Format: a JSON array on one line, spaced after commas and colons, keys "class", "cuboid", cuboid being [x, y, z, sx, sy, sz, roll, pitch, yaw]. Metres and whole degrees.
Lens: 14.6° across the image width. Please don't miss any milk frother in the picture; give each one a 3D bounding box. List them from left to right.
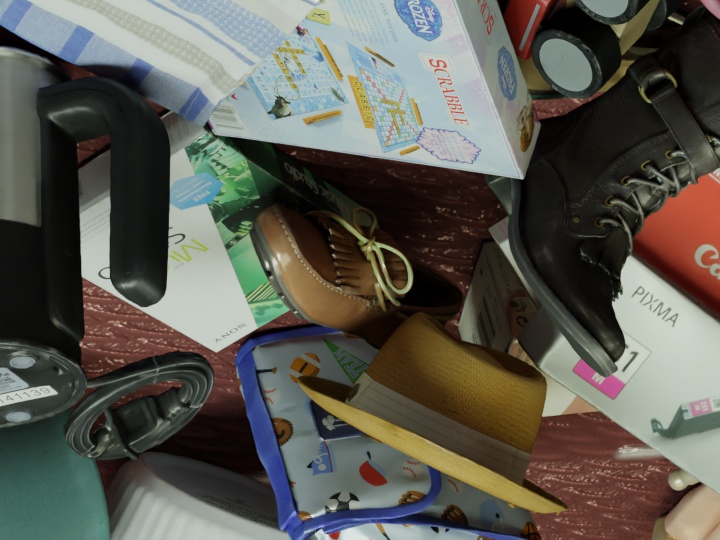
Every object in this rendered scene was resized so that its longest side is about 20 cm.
[{"class": "milk frother", "cuboid": [-0.181, -0.002, 1.615, 0.179, 0.189, 0.200, -5, 154, 3]}]

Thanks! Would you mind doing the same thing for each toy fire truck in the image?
[{"class": "toy fire truck", "cuboid": [0.082, -0.208, 1.519, 0.129, 0.200, 0.176, -45, 166, -34]}]

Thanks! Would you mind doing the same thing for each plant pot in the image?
[{"class": "plant pot", "cuboid": [-0.273, 0.166, 1.852, 0.187, 0.201, 0.201, -16, 150, -25]}]

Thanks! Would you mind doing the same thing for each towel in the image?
[{"class": "towel", "cuboid": [-0.110, -0.146, 1.507, 0.146, 0.024, 0.200, 26, 153, -16]}]

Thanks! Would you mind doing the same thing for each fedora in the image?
[{"class": "fedora", "cuboid": [0.057, 0.080, 1.737, 0.200, 0.200, 0.082, 26, 90, -45]}]

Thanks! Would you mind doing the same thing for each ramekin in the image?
[{"class": "ramekin", "cuboid": [-0.100, 0.200, 1.965, 0.202, 0.202, 0.095, 18, 96, -39]}]

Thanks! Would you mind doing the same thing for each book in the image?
[{"class": "book", "cuboid": [0.196, -0.027, 1.789, 0.199, 0.048, 0.134, -32, 121, 0]}]

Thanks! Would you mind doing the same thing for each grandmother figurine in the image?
[{"class": "grandmother figurine", "cuboid": [0.301, 0.162, 2.174, 0.121, 0.061, 0.200, -8, 150, -25]}]

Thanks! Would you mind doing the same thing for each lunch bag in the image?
[{"class": "lunch bag", "cuboid": [0.013, 0.134, 1.918, 0.199, 0.171, 0.124, 18, 129, -38]}]

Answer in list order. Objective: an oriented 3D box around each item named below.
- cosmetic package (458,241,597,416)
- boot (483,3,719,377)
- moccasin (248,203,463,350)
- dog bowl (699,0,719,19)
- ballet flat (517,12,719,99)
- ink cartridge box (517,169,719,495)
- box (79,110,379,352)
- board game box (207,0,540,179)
[{"class": "cosmetic package", "cuboid": [0.178, 0.035, 1.910, 0.199, 0.088, 0.104, -6, 144, -14]}, {"class": "boot", "cuboid": [0.166, -0.052, 1.587, 0.173, 0.201, 0.069, -27, 141, 9]}, {"class": "moccasin", "cuboid": [0.000, 0.001, 1.747, 0.078, 0.074, 0.201, -34, 143, 19]}, {"class": "dog bowl", "cuboid": [0.260, -0.212, 1.592, 0.199, 0.074, 0.201, -10, 147, -7]}, {"class": "ballet flat", "cuboid": [0.141, -0.136, 1.685, 0.199, 0.069, 0.063, 3, 115, -29]}, {"class": "ink cartridge box", "cuboid": [0.225, 0.033, 1.781, 0.200, 0.044, 0.174, 34, 100, -29]}, {"class": "box", "cuboid": [-0.097, -0.025, 1.765, 0.144, 0.037, 0.200, -30, 145, 22]}, {"class": "board game box", "cuboid": [-0.016, -0.131, 1.553, 0.198, 0.041, 0.200, 10, 153, 21]}]
